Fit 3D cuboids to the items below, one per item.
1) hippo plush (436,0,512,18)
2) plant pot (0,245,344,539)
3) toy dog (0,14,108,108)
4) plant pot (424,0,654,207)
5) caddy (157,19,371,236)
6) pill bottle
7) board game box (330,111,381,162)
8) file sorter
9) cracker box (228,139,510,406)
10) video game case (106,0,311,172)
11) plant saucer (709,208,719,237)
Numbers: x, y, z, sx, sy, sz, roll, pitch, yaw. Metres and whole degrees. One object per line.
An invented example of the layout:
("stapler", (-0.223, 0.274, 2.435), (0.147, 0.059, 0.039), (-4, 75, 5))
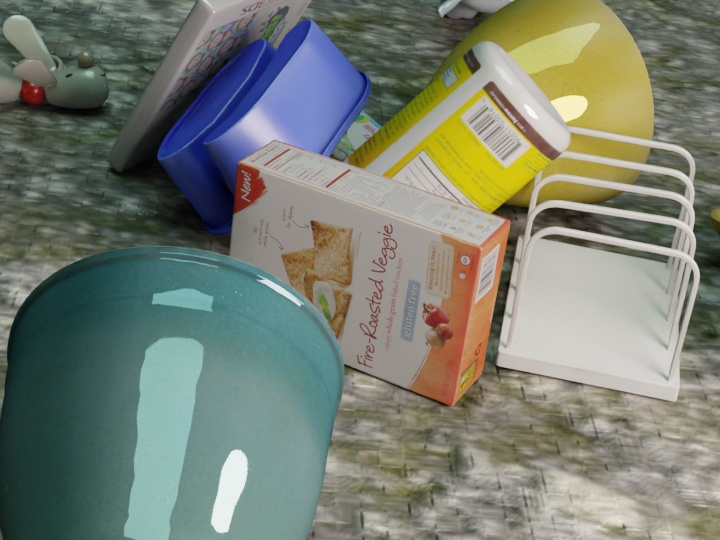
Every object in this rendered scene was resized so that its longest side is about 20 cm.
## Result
("hippo plush", (0.187, -0.336, 1.782), (0.160, 0.160, 0.200), (21, 10, -1))
("plant pot", (-0.111, 0.122, 0.870), (0.199, 0.200, 0.188), (6, 43, -4))
("toy dog", (-0.340, -0.201, 1.465), (0.200, 0.097, 0.132), (-12, 35, -32))
("plant pot", (0.135, -0.137, 1.385), (0.142, 0.201, 0.200), (-20, 39, -32))
("caddy", (-0.074, -0.114, 1.323), (0.141, 0.105, 0.200), (-13, 35, 48))
("pill bottle", (0.060, -0.079, 1.247), (0.109, 0.200, 0.109), (46, 15, -16))
("board game box", (-0.015, -0.087, 1.412), (0.134, 0.034, 0.200), (-9, 34, -28))
("file sorter", (0.192, -0.013, 1.243), (0.138, 0.125, 0.200), (11, 29, 5))
("cracker box", (0.000, 0.000, 1.159), (0.200, 0.134, 0.058), (20, 32, 21))
("video game case", (-0.125, -0.185, 1.402), (0.024, 0.200, 0.182), (45, 38, 9))
("plant saucer", (0.433, -0.004, 1.369), (0.200, 0.049, 0.200), (-12, 35, -33))
